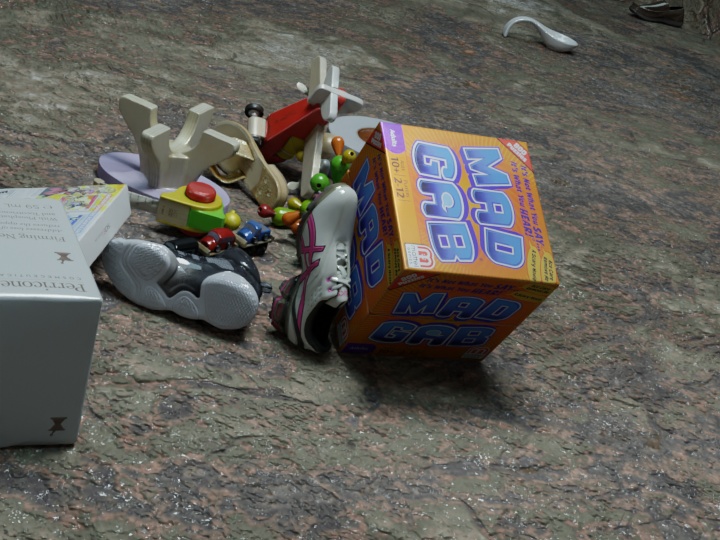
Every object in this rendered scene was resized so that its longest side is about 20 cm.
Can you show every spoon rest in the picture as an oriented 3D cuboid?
[{"bbox_3d":[0.471,-0.615,3.130,0.198,0.061,0.100,12,26,-9],"label":"spoon rest"}]

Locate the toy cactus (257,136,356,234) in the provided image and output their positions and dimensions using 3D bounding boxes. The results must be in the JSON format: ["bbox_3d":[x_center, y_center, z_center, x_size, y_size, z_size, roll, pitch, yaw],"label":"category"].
[{"bbox_3d":[-0.031,-0.099,1.699,0.165,0.199,0.103,38,27,-52],"label":"toy cactus"}]

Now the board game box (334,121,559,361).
[{"bbox_3d":[0.087,-0.029,1.444,0.198,0.200,0.201,5,58,-23],"label":"board game box"}]

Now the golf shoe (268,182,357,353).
[{"bbox_3d":[-0.035,-0.001,1.398,0.072,0.201,0.092,-4,30,-47],"label":"golf shoe"}]

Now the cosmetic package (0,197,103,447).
[{"bbox_3d":[-0.357,0.044,1.148,0.166,0.167,0.200,2,30,-28],"label":"cosmetic package"}]

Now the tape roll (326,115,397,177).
[{"bbox_3d":[0.035,-0.184,1.974,0.199,0.067,0.201,14,25,-7],"label":"tape roll"}]

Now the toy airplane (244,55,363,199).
[{"bbox_3d":[-0.071,-0.220,1.844,0.141,0.201,0.199,35,1,-41],"label":"toy airplane"}]

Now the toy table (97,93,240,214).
[{"bbox_3d":[-0.267,-0.161,1.683,0.199,0.118,0.184,18,25,1],"label":"toy table"}]

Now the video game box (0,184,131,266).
[{"bbox_3d":[-0.381,-0.045,1.398,0.181,0.047,0.200,-4,24,9],"label":"video game box"}]

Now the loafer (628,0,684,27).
[{"bbox_3d":[0.952,-0.836,3.861,0.198,0.071,0.073,6,27,-22],"label":"loafer"}]

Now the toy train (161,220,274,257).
[{"bbox_3d":[-0.185,-0.033,1.553,0.034,0.046,0.199,32,29,31],"label":"toy train"}]

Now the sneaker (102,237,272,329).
[{"bbox_3d":[-0.203,0.006,1.439,0.199,0.076,0.114,20,19,8],"label":"sneaker"}]

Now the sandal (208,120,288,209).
[{"bbox_3d":[-0.190,-0.161,1.776,0.069,0.078,0.212,0,34,-44],"label":"sandal"}]

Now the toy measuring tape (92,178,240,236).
[{"bbox_3d":[-0.254,-0.093,1.608,0.198,0.074,0.074,16,25,-2],"label":"toy measuring tape"}]
